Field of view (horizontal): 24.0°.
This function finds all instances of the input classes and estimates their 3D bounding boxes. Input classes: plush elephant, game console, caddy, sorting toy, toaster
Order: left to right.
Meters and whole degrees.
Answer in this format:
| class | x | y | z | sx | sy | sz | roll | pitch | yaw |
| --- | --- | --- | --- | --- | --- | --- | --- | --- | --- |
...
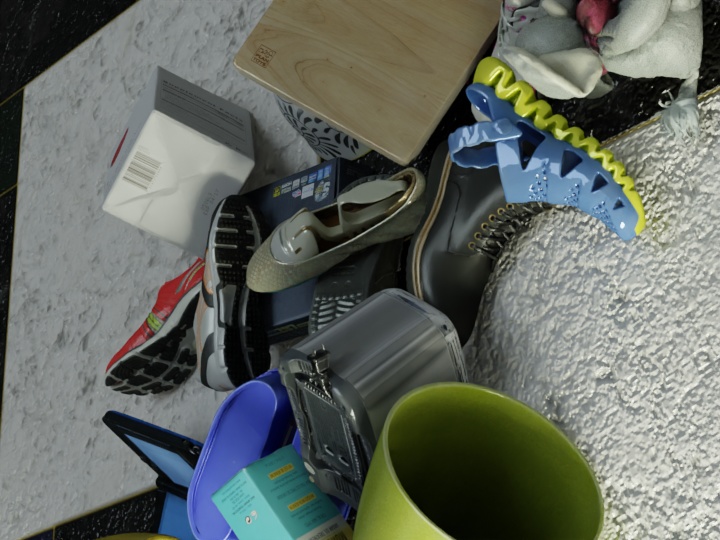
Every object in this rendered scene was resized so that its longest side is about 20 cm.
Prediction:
| class | x | y | z | sx | sy | sz | roll | pitch | yaw |
| --- | --- | --- | --- | --- | --- | --- | --- | --- | --- |
| game console | -0.191 | 0.248 | 1.704 | 0.200 | 0.171 | 0.118 | 10 | 57 | 52 |
| caddy | -0.074 | 0.186 | 1.566 | 0.141 | 0.105 | 0.201 | 22 | 94 | 15 |
| toaster | 0.015 | 0.105 | 1.428 | 0.129 | 0.201 | 0.113 | -36 | 43 | -27 |
| sorting toy | 0.020 | -0.216 | 1.587 | 0.200 | 0.070 | 0.199 | 31 | 81 | 19 |
| plush elephant | 0.189 | -0.197 | 1.343 | 0.165 | 0.154 | 0.201 | 5 | -96 | -86 |

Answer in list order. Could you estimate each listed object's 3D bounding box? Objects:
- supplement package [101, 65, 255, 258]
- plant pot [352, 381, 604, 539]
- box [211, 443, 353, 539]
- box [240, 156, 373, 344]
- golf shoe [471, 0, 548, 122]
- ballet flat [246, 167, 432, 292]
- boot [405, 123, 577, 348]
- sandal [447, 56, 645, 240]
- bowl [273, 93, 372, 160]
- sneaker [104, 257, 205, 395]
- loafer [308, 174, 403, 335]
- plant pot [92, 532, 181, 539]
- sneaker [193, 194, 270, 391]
| class | x | y | z | sx | sy | sz | roll | pitch | yaw |
| --- | --- | --- | --- | --- | --- | --- | --- | --- | --- |
| supplement package | -0.191 | -0.118 | 1.783 | 0.122 | 0.119 | 0.200 | -60 | 14 | 14 |
| plant pot | 0.067 | 0.225 | 1.350 | 0.200 | 0.186 | 0.187 | -63 | 36 | 36 |
| box | -0.038 | 0.252 | 1.452 | 0.049 | 0.082 | 0.200 | -42 | 79 | 29 |
| box | -0.070 | -0.013 | 1.701 | 0.200 | 0.051 | 0.158 | -17 | 64 | 48 |
| golf shoe | 0.146 | -0.214 | 1.473 | 0.200 | 0.092 | 0.073 | -58 | 41 | 21 |
| ballet flat | -0.024 | -0.043 | 1.540 | 0.199 | 0.062 | 0.068 | -24 | 51 | 9 |
| boot | 0.116 | -0.032 | 1.457 | 0.138 | 0.077 | 0.201 | -10 | 70 | 45 |
| sandal | 0.148 | -0.084 | 1.383 | 0.087 | 0.080 | 0.200 | -46 | 64 | -7 |
| bowl | -0.034 | -0.217 | 1.700 | 0.200 | 0.094 | 0.202 | -23 | 59 | 46 |
| sneaker | -0.203 | 0.058 | 1.835 | 0.200 | 0.077 | 0.085 | -43 | 40 | 19 |
| loafer | 0.000 | 0.000 | 1.587 | 0.075 | 0.070 | 0.201 | 3 | 59 | 25 |
| plant pot | -0.215 | 0.332 | 1.624 | 0.142 | 0.200 | 0.201 | -42 | 46 | 34 |
| sneaker | -0.136 | 0.024 | 1.669 | 0.080 | 0.074 | 0.201 | -16 | 67 | 50 |
